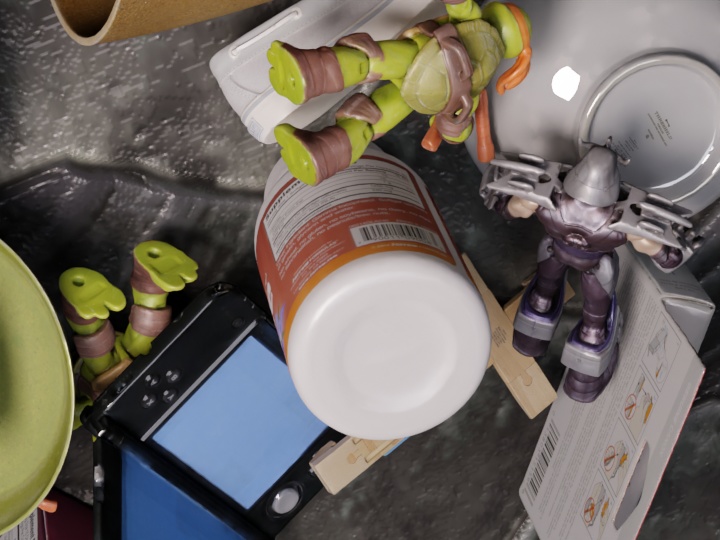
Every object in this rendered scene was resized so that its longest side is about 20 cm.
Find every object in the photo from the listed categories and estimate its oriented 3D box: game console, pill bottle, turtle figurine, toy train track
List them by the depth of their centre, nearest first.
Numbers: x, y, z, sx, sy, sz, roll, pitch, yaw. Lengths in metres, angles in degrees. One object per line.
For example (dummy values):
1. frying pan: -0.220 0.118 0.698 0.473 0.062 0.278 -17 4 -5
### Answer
1. turtle figurine: 0.033 -0.102 1.138 0.161 0.064 0.201 -26 145 -21
2. pill bottle: 0.000 0.000 1.202 0.111 0.200 0.113 -5 118 -9
3. game console: -0.067 0.136 1.259 0.176 0.116 0.200 -45 140 0
4. turtle figurine: -0.136 0.058 1.280 0.199 0.065 0.162 -9 134 -21
5. toy train track: 0.048 0.065 1.322 0.200 0.032 0.115 -39 109 -14

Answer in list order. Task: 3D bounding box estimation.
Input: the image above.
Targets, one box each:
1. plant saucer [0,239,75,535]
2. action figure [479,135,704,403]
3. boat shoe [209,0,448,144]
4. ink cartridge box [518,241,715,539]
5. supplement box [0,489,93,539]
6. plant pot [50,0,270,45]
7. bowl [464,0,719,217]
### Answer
1. plant saucer: -0.243 0.058 1.227 0.199 0.031 0.202 5 103 24
2. action figure: 0.125 -0.013 1.218 0.130 0.069 0.201 27 148 16
3. boat shoe: 0.003 -0.155 1.200 0.200 0.072 0.069 -39 83 -2
4. ink cartridge box: 0.166 0.103 1.306 0.043 0.174 0.201 10 115 -18
5. supplement box: -0.204 0.258 1.347 0.131 0.103 0.200 32 107 -24
6. plant pot: -0.055 -0.219 1.105 0.199 0.186 0.188 -7 119 -23
7. bowl: 0.162 -0.098 1.250 0.200 0.090 0.202 -5 117 -10
